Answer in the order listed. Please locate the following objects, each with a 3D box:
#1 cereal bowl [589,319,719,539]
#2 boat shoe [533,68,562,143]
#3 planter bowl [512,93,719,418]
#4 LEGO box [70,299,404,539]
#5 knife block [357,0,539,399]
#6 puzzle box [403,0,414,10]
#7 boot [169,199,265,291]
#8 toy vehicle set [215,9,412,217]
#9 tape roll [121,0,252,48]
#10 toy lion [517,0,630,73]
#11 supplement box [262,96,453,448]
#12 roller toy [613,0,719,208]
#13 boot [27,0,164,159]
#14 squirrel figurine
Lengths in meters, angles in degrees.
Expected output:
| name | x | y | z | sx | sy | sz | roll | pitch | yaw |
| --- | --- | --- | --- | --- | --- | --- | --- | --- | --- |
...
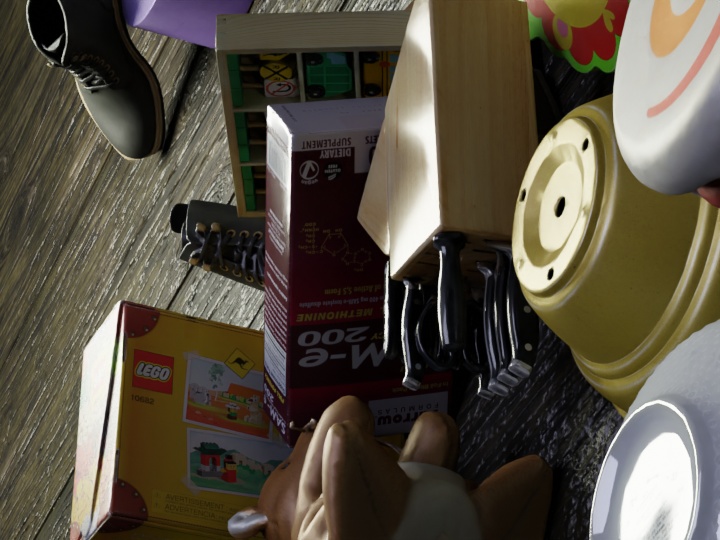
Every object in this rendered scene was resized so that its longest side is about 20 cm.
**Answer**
| name | x | y | z | sx | sy | sz | roll | pitch | yaw |
| --- | --- | --- | --- | --- | --- | --- | --- | --- | --- |
| cereal bowl | 0.158 | 0.108 | 0.958 | 0.200 | 0.083 | 0.201 | -166 | 90 | -69 |
| boat shoe | 0.066 | -0.127 | 1.354 | 0.200 | 0.072 | 0.068 | -99 | 31 | -45 |
| planter bowl | 0.131 | -0.024 | 1.105 | 0.200 | 0.083 | 0.201 | -168 | 90 | -70 |
| LEGO box | -0.074 | 0.118 | 1.390 | 0.077 | 0.199 | 0.149 | 132 | 146 | -51 |
| knife block | 0.062 | -0.038 | 1.193 | 0.176 | 0.064 | 0.201 | -131 | 53 | -62 |
| puzzle box | 0.003 | -0.129 | 1.495 | 0.133 | 0.025 | 0.200 | -51 | 4 | -33 |
| boot | -0.057 | 0.000 | 1.459 | 0.200 | 0.138 | 0.078 | -134 | 55 | -79 |
| toy vehicle set | -0.022 | -0.095 | 1.385 | 0.200 | 0.124 | 0.027 | 87 | -178 | -61 |
| tape roll | -0.147 | -0.309 | 2.005 | 0.200 | 0.085 | 0.201 | -168 | 90 | -70 |
| toy lion | 0.107 | -0.192 | 1.235 | 0.192 | 0.068 | 0.200 | 66 | 157 | 13 |
| supplement box | 0.000 | 0.000 | 1.321 | 0.061 | 0.108 | 0.201 | -129 | 36 | -61 |
| roller toy | 0.197 | -0.099 | 0.898 | 0.183 | 0.139 | 0.200 | -83 | 16 | -47 |
| boot | -0.254 | -0.183 | 2.047 | 0.138 | 0.077 | 0.200 | -59 | -51 | -68 |
| squirrel figurine | -0.004 | 0.171 | 1.245 | 0.186 | 0.141 | 0.201 | 4 | 90 | 60 |
